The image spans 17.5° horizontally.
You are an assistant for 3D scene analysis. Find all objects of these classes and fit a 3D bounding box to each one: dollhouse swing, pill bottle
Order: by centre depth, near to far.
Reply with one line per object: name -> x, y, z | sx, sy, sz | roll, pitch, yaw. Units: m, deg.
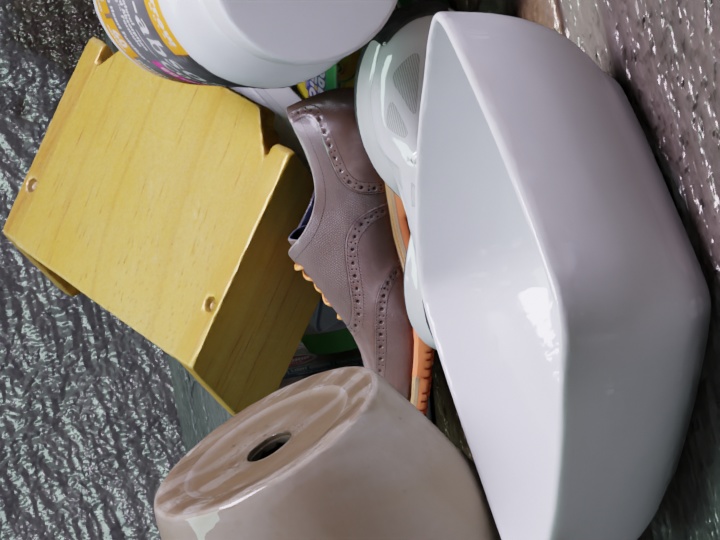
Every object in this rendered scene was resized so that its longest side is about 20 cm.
pill bottle -> -0.057, -0.147, 1.140 | 0.200, 0.116, 0.116 | -166, 66, -70
dollhouse swing -> -0.073, -0.007, 1.355 | 0.200, 0.176, 0.182 | 31, 98, 45

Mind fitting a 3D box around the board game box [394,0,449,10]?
board game box -> 0.024, -0.120, 1.302 | 0.200, 0.029, 0.135 | -110, 15, -45

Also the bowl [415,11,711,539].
bowl -> 0.083, 0.011, 0.967 | 0.200, 0.075, 0.200 | 93, 164, -49

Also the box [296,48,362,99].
box -> -0.036, -0.185, 1.324 | 0.200, 0.048, 0.117 | -116, 19, -47

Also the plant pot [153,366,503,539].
plant pot -> 0.001, 0.145, 1.054 | 0.174, 0.200, 0.200 | 60, 175, -15

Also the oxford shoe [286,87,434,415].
oxford shoe -> 0.000, 0.000, 1.231 | 0.071, 0.073, 0.200 | -97, 1, -77

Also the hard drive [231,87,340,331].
hard drive -> -0.070, -0.074, 1.357 | 0.200, 0.027, 0.132 | 47, 149, 26

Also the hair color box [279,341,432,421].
hair color box -> -0.004, 0.140, 1.498 | 0.061, 0.100, 0.200 | -124, 26, -65

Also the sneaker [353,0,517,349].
sneaker -> 0.060, -0.025, 1.116 | 0.115, 0.076, 0.201 | -132, 24, -56

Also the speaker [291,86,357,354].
speaker -> -0.029, -0.054, 1.424 | 0.088, 0.088, 0.200 | -143, 34, -76
